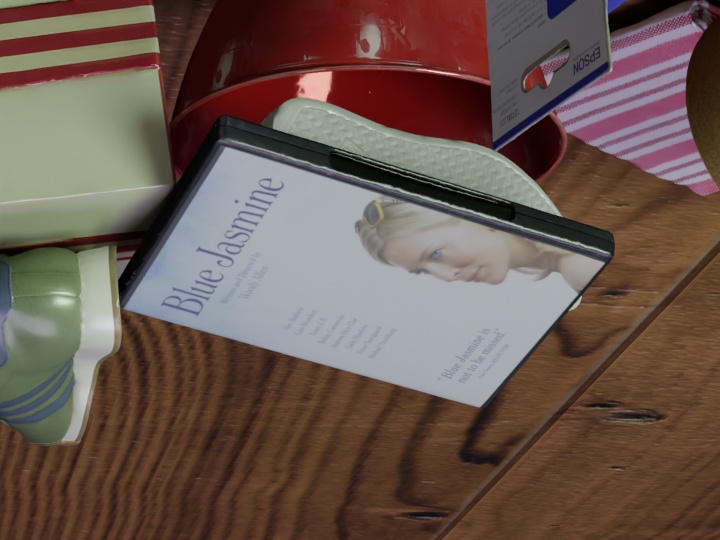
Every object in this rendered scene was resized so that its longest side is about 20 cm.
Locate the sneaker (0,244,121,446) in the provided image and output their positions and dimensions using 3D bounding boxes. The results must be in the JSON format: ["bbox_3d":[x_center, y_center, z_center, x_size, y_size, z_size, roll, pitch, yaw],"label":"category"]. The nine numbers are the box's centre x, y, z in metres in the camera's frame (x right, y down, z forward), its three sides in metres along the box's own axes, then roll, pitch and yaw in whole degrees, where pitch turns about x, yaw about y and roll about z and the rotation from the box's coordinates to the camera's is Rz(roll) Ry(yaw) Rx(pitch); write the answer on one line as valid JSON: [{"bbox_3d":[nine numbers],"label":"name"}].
[{"bbox_3d":[-0.173,0.036,1.263,0.090,0.067,0.200,-1,160,-15],"label":"sneaker"}]

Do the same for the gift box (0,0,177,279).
[{"bbox_3d":[-0.193,-0.088,1.257,0.186,0.185,0.200,-7,158,-8],"label":"gift box"}]

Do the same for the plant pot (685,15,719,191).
[{"bbox_3d":[0.280,-0.113,1.221,0.186,0.187,0.200,7,146,-20],"label":"plant pot"}]

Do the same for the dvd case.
[{"bbox_3d":[0.000,0.000,1.221,0.200,0.018,0.143,16,141,-17],"label":"dvd case"}]

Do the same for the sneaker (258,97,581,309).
[{"bbox_3d":[0.008,-0.016,1.281,0.200,0.074,0.118,23,144,-29],"label":"sneaker"}]

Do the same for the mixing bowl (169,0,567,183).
[{"bbox_3d":[0.001,-0.108,1.294,0.200,0.109,0.200,-1,161,0],"label":"mixing bowl"}]

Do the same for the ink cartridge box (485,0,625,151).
[{"bbox_3d":[0.082,-0.154,1.034,0.037,0.200,0.095,9,159,-24],"label":"ink cartridge box"}]

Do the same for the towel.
[{"bbox_3d":[0.189,-0.098,1.455,0.146,0.030,0.200,-19,151,41],"label":"towel"}]
